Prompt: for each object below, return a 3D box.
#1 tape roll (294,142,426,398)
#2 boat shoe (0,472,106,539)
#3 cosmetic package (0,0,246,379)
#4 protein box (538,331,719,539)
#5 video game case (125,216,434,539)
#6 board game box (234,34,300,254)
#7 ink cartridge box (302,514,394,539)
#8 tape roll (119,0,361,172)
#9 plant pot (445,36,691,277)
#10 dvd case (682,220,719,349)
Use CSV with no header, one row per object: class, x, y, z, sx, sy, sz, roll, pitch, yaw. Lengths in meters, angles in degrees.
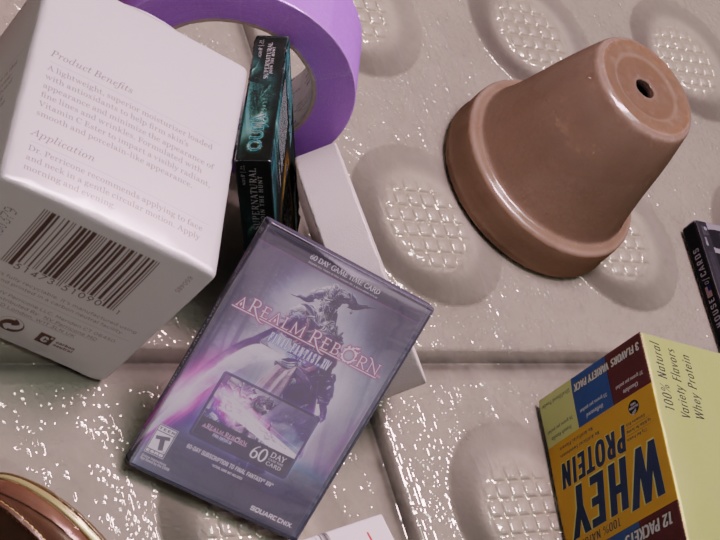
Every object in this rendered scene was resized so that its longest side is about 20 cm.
tape roll,0.000,0.000,1.385,0.203,0.037,0.203,-21,90,-90
boat shoe,-0.184,0.217,1.136,0.200,0.072,0.068,51,40,-1
cosmetic package,-0.199,-0.066,1.263,0.165,0.165,0.200,27,47,-24
protein box,0.282,0.185,1.507,0.200,0.135,0.199,15,52,-33
video game case,-0.056,0.080,1.275,0.143,0.200,0.019,28,8,-21
board game box,-0.068,-0.059,1.357,0.028,0.200,0.135,2,47,3
ink cartridge box,-0.019,0.246,1.258,0.200,0.067,0.116,-12,68,-44
tape roll,-0.100,-0.166,1.394,0.200,0.200,0.066,26,47,-24
plant pot,0.206,-0.120,1.641,0.200,0.175,0.201,23,47,-27
dvd case,0.423,0.032,1.824,0.200,0.025,0.151,11,54,-35
